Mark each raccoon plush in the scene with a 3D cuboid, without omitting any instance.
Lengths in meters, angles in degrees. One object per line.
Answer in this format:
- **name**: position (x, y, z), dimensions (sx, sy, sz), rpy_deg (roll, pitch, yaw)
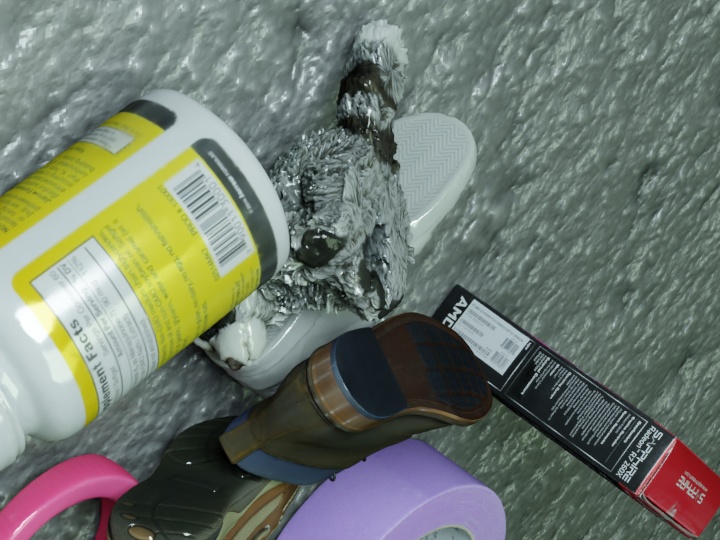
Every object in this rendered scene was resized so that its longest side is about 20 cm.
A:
- **raccoon plush**: position (-0.043, -0.037, 1.121), dimensions (0.097, 0.134, 0.200), rpy_deg (58, 36, -43)

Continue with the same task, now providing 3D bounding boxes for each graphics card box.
- **graphics card box**: position (0.143, 0.095, 1.338), dimensions (0.051, 0.200, 0.125), rpy_deg (-55, 147, -1)

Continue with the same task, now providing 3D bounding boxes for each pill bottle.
- **pill bottle**: position (-0.141, 0.010, 0.970), dimensions (0.200, 0.114, 0.114), rpy_deg (-39, 144, -24)

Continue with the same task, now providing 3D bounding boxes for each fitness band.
- **fitness band**: position (-0.192, 0.194, 1.138), dimensions (0.144, 0.037, 0.200), rpy_deg (10, 111, -56)

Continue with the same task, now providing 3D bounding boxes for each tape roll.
- **tape roll**: position (0.012, 0.220, 1.404), dimensions (0.200, 0.066, 0.200), rpy_deg (-33, 140, -32)

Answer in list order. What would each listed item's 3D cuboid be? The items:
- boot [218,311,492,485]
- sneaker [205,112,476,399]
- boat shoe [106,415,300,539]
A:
- **boot**: position (0.000, 0.077, 1.175), dimensions (0.097, 0.075, 0.200), rpy_deg (-30, 163, 25)
- **sneaker**: position (0.000, 0.000, 1.195), dimensions (0.200, 0.074, 0.116), rpy_deg (-43, 149, -4)
- **boat shoe**: position (-0.089, 0.144, 1.161), dimensions (0.200, 0.076, 0.074), rpy_deg (-33, 134, -59)
